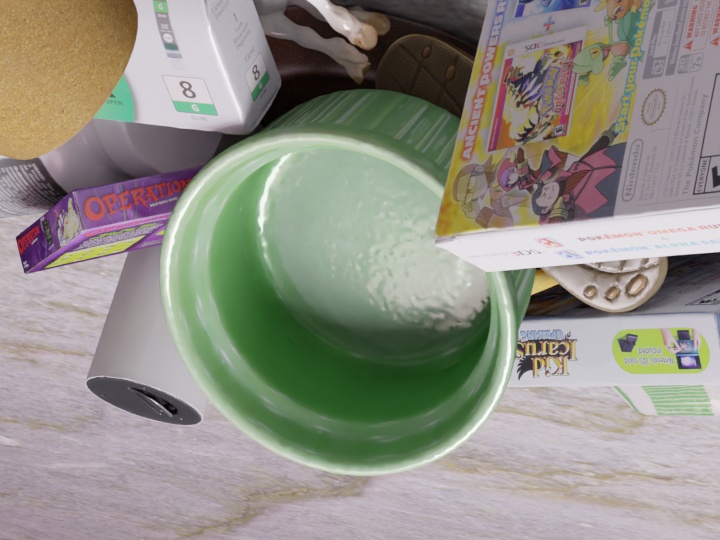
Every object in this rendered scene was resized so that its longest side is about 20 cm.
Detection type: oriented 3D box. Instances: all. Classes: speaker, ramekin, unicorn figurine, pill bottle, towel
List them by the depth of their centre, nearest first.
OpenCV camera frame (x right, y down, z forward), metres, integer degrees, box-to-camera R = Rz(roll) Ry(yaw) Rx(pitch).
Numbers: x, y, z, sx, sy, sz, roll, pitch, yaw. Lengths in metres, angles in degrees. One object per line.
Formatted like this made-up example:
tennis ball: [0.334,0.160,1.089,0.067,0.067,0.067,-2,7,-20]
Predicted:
unicorn figurine: [-0.051,-0.149,1.112,0.136,0.074,0.200,25,146,0]
ramekin: [0.000,0.000,1.127,0.198,0.098,0.202,8,118,16]
pill bottle: [-0.186,-0.094,1.273,0.199,0.117,0.116,-4,153,38]
speaker: [-0.110,-0.005,1.333,0.080,0.202,0.081,14,161,5]
towel: [0.264,0.077,1.547,0.199,0.024,0.152,2,156,35]

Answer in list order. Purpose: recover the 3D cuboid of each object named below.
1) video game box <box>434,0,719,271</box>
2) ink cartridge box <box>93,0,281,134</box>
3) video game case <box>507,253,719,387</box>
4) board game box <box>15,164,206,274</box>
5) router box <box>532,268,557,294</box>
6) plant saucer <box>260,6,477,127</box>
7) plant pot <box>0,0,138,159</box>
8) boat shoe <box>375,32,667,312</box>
video game box: [0.128,-0.102,0.886,0.181,0.202,0.047,-3,155,44]
ink cartridge box: [-0.142,-0.161,1.054,0.160,0.050,0.201,8,141,27]
video game case: [0.196,0.023,1.248,0.180,0.046,0.199,-3,-168,44]
board game box: [-0.094,-0.040,1.237,0.198,0.033,0.120,-13,178,-28]
router box: [0.042,-0.009,1.319,0.198,0.053,0.157,-6,167,-18]
plant saucer: [0.014,-0.095,1.251,0.198,0.035,0.201,13,160,5]
plant pot: [-0.198,-0.141,0.903,0.185,0.188,0.200,-4,148,44]
boat shoe: [0.090,-0.059,1.166,0.200,0.068,0.072,40,114,-7]
